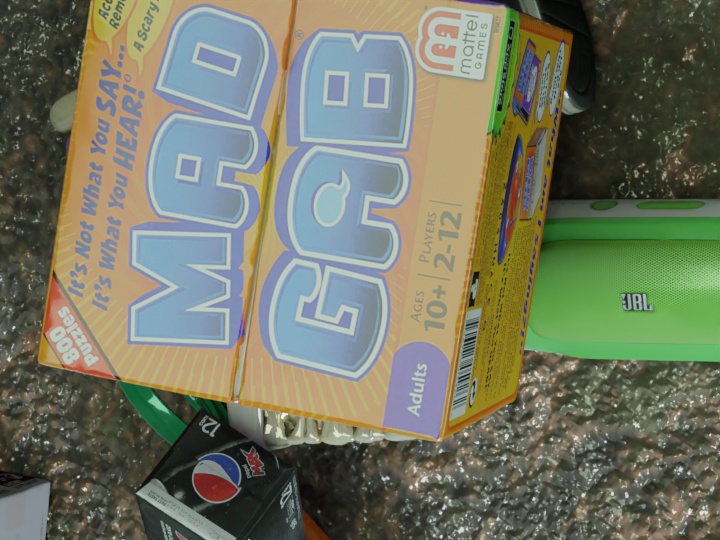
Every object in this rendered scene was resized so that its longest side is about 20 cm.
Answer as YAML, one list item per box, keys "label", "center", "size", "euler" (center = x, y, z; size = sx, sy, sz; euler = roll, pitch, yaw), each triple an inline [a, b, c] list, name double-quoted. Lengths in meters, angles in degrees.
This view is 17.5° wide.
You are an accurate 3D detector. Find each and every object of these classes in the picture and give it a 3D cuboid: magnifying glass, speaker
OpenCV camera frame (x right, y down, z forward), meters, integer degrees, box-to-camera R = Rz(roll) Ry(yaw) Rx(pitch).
- label: "magnifying glass"
  center: [-0.073, 0.119, 1.405]
  size: [0.200, 0.080, 0.022]
  euler: [45, 105, 2]
- label: "speaker"
  center: [0.162, 0.003, 1.293]
  size: [0.199, 0.088, 0.089]
  euler: [0, 94, 21]

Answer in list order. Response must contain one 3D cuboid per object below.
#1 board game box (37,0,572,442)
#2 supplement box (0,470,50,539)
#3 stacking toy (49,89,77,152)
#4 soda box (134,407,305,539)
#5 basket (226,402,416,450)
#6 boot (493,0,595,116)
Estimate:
- label: "board game box"
  center: [-0.019, -0.040, 1.163]
  size: [0.199, 0.200, 0.201]
  euler: [10, 94, 13]
- label: "supplement box"
  center: [-0.309, 0.150, 1.475]
  size: [0.199, 0.109, 0.061]
  euler: [9, 97, 20]
- label: "stacking toy"
  center: [-0.115, -0.019, 1.407]
  size: [0.085, 0.085, 0.201]
  euler: [-20, 90, 21]
- label: "soda box"
  center: [-0.075, 0.159, 1.338]
  size: [0.071, 0.200, 0.063]
  euler: [30, 66, 17]
- label: "basket"
  center: [0.000, 0.000, 1.332]
  size: [0.123, 0.135, 0.201]
  euler: [1, 94, 17]
- label: "boot"
  center: [0.036, -0.155, 1.340]
  size: [0.153, 0.073, 0.204]
  euler: [-28, 77, 23]
